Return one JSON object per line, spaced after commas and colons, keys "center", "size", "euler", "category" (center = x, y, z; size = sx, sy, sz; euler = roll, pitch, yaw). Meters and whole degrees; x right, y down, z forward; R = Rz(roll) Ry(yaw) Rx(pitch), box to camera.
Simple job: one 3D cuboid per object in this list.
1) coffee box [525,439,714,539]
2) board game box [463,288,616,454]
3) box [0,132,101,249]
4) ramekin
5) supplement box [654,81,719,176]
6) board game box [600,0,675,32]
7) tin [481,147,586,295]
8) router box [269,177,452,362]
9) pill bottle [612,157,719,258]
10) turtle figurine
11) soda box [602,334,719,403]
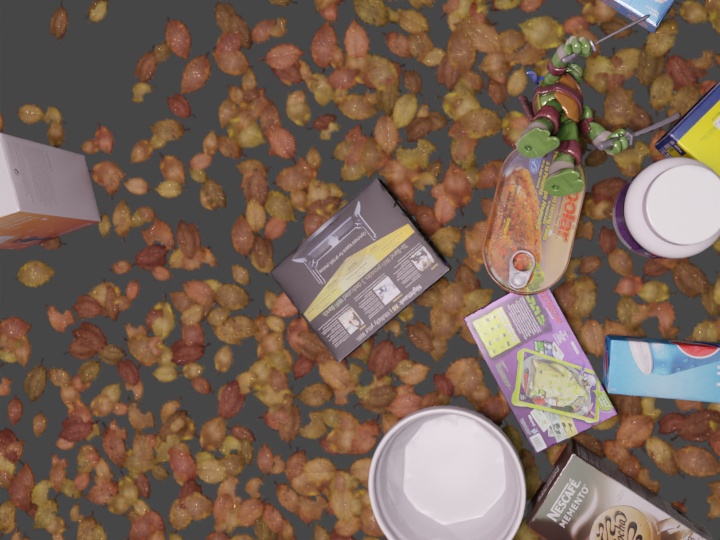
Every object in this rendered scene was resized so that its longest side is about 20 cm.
{"center": [0.321, 0.320, 0.960], "size": [0.199, 0.080, 0.114], "euler": [32, 98, 10], "category": "coffee box"}
{"center": [0.234, 0.123, 1.003], "size": [0.119, 0.032, 0.202], "euler": [-29, 85, 14], "category": "board game box"}
{"center": [-0.490, -0.103, 1.072], "size": [0.150, 0.200, 0.108], "euler": [-17, 86, 12], "category": "box"}
{"center": [0.115, 0.270, 0.993], "size": [0.197, 0.105, 0.203], "euler": [0, 90, 13], "category": "ramekin"}
{"center": [0.466, -0.124, 0.905], "size": [0.110, 0.109, 0.200], "euler": [-45, 82, 10], "category": "supplement box"}
{"center": [0.365, -0.427, 0.959], "size": [0.151, 0.037, 0.201], "euler": [36, 97, 10], "category": "board game box"}
{"center": [0.223, -0.067, 0.984], "size": [0.111, 0.042, 0.203], "euler": [14, 84, 16], "category": "tin"}
{"center": [0.000, 0.000, 1.040], "size": [0.199, 0.052, 0.158], "euler": [-39, 83, 10], "category": "router box"}
{"center": [0.357, -0.070, 0.883], "size": [0.110, 0.200, 0.113], "euler": [0, 91, 13], "category": "pill bottle"}
{"center": [0.273, -0.195, 0.906], "size": [0.198, 0.145, 0.195], "euler": [14, 56, 20], "category": "turtle figurine"}
{"center": [0.406, 0.123, 0.946], "size": [0.197, 0.064, 0.069], "euler": [3, 92, 12], "category": "soda box"}
